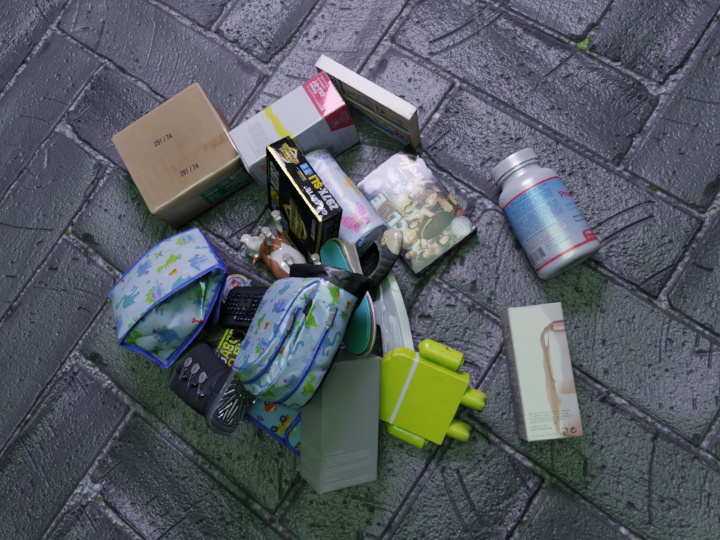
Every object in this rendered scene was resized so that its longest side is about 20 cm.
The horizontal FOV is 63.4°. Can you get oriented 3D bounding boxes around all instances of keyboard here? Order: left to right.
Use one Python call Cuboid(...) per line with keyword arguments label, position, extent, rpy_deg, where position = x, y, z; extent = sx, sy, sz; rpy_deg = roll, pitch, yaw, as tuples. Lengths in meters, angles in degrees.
Cuboid(label="keyboard", position=(-0.164, 0.071, 0.951), extent=(0.198, 0.040, 0.105), rpy_deg=(-1, 68, 35))

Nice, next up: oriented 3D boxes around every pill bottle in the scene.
Cuboid(label="pill bottle", position=(0.299, -0.096, 0.965), extent=(0.108, 0.109, 0.202), rpy_deg=(-27, 77, 3))

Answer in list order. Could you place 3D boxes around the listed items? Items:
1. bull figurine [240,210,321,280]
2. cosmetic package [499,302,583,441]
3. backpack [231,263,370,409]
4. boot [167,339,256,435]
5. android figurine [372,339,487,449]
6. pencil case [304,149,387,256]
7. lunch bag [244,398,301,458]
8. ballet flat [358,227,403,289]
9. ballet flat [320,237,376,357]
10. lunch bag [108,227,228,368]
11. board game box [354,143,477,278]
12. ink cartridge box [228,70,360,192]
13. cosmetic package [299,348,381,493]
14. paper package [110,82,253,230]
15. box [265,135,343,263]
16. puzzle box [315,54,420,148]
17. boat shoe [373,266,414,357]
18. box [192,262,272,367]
Cuboid(label="bull figurine", position=(-0.134, -0.023, 1.004), extent=(0.065, 0.122, 0.200), rpy_deg=(-36, 63, -26))
Cuboid(label="cosmetic package", position=(0.282, 0.160, 0.921), extent=(0.086, 0.103, 0.203), rpy_deg=(-7, 79, 6))
Cuboid(label="backpack", position=(-0.089, 0.090, 0.815), extent=(0.152, 0.163, 0.202), rpy_deg=(16, 84, -30))
Cuboid(label="boot", position=(-0.219, 0.153, 0.934), extent=(0.165, 0.199, 0.066), rpy_deg=(-52, 121, -15))
Cuboid(label="android figurine", position=(0.095, 0.199, 0.939), extent=(0.198, 0.041, 0.184), rpy_deg=(21, 108, 7))
Cuboid(label="pencil case", position=(-0.040, -0.117, 1.023), extent=(0.091, 0.083, 0.201), rpy_deg=(-43, 72, 22))
Cuboid(label="lunch bag", position=(-0.086, 0.222, 0.966), extent=(0.200, 0.094, 0.151), rpy_deg=(41, 76, -14))
Cuboid(label="ballet flat", position=(0.000, 0.000, 0.977), extent=(0.200, 0.056, 0.067), rpy_deg=(-45, 37, 29))
Cuboid(label="ballet flat", position=(-0.009, 0.041, 0.921), extent=(0.069, 0.070, 0.202), rpy_deg=(-17, 70, 5))
Cuboid(label="lunch bag", position=(-0.320, 0.034, 1.002), extent=(0.200, 0.127, 0.170), rpy_deg=(-49, 41, 2))
Cuboid(label="board game box", position=(0.094, -0.108, 1.038), extent=(0.135, 0.035, 0.201), rpy_deg=(-37, 76, 1))
Cuboid(label="ink cartridge box", position=(-0.114, -0.238, 1.040), extent=(0.199, 0.145, 0.084), rpy_deg=(-33, 75, 1))
Cuboid(label="cosmetic package", position=(-0.032, 0.227, 0.906), extent=(0.106, 0.090, 0.203), rpy_deg=(1, 93, -30))
Cuboid(label="paper package", position=(-0.327, -0.211, 1.092), extent=(0.199, 0.103, 0.192), rpy_deg=(-32, 77, 1))
Cuboid(label="box", position=(-0.099, -0.104, 0.983), extent=(0.049, 0.200, 0.160), rpy_deg=(-29, 74, -18))
Cuboid(label="puzzle box", position=(0.017, -0.296, 1.038), extent=(0.199, 0.133, 0.026), rpy_deg=(34, 85, 14))
Cuboid(label="boat shoe", position=(0.043, 0.081, 0.990), extent=(0.071, 0.070, 0.203), rpy_deg=(-13, 80, 0))
Cuboid(label="box", position=(-0.207, 0.111, 1.038), extent=(0.159, 0.044, 0.202), rpy_deg=(26, 84, 13))
